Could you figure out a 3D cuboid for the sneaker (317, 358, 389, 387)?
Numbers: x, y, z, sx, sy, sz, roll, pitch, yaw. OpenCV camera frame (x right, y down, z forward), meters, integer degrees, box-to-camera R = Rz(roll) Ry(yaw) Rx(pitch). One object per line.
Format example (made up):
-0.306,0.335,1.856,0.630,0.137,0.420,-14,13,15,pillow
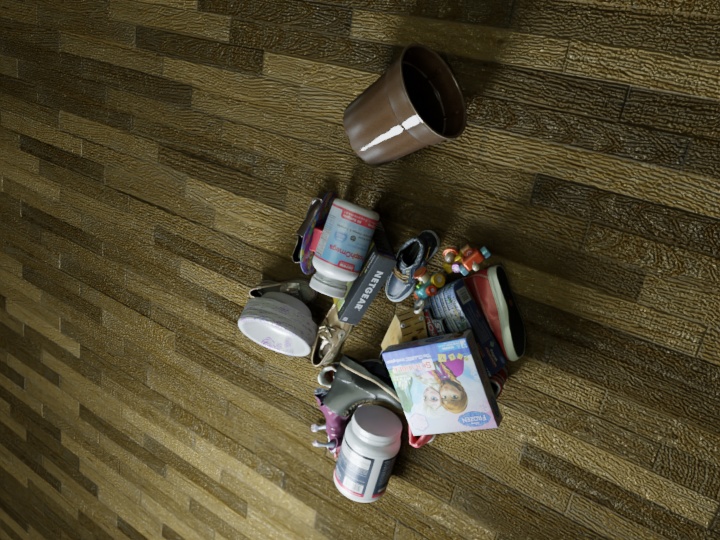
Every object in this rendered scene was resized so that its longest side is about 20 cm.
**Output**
-0.016,0.268,1.523,0.198,0.079,0.079,-9,95,33,sneaker

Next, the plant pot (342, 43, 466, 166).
0.080,-0.324,1.259,0.197,0.199,0.202,-21,89,43,plant pot

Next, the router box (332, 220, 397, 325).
0.000,0.000,1.412,0.201,0.052,0.158,-59,29,29,router box

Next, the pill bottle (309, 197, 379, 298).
-0.040,-0.047,1.333,0.108,0.108,0.202,23,97,27,pill bottle

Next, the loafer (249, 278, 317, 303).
-0.206,0.061,1.608,0.198,0.063,0.073,0,101,34,loafer

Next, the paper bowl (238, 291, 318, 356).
-0.204,0.130,1.565,0.199,0.105,0.201,16,152,9,paper bowl

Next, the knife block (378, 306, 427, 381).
0.087,0.165,1.388,0.175,0.063,0.202,24,127,62,knife block

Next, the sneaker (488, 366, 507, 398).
0.215,0.254,1.314,0.198,0.112,0.072,-19,96,19,sneaker

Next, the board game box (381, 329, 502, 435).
0.166,0.236,1.257,0.198,0.041,0.201,-16,101,33,board game box

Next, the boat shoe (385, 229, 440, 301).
0.098,-0.005,1.373,0.071,0.091,0.201,41,120,19,boat shoe

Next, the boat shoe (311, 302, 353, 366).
-0.071,0.158,1.541,0.071,0.064,0.202,29,116,25,boat shoe

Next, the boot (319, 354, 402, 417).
0.013,0.309,1.447,0.199,0.077,0.139,30,91,24,boot

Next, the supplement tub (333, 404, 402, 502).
0.019,0.450,1.504,0.139,0.140,0.202,26,114,26,supplement tub

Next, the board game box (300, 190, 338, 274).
-0.076,-0.082,1.409,0.039,0.201,0.159,19,153,14,board game box

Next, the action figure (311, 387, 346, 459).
-0.061,0.397,1.593,0.147,0.134,0.202,-12,112,-7,action figure

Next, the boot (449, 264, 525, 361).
0.262,0.103,1.305,0.143,0.072,0.202,-20,82,36,boot

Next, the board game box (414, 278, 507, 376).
0.188,0.142,1.322,0.199,0.061,0.201,-31,87,55,board game box

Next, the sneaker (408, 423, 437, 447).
0.154,0.322,1.416,0.073,0.087,0.202,16,109,29,sneaker

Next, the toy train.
0.175,-0.002,1.272,0.200,0.150,0.056,-40,97,17,toy train

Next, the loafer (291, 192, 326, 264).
-0.117,-0.093,1.508,0.073,0.071,0.202,29,116,25,loafer
